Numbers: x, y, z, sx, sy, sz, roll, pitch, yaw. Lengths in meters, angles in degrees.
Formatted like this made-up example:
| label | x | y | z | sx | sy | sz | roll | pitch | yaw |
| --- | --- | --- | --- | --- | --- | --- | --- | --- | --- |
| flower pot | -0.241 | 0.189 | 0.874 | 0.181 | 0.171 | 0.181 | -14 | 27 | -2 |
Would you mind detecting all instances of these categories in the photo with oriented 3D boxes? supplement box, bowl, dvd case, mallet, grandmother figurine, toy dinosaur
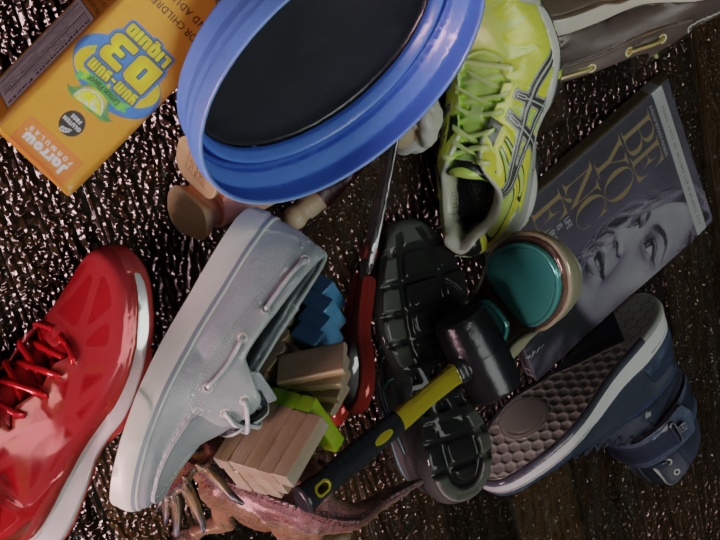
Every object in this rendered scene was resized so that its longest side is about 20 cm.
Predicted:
| label | x | y | z | sx | sy | sz | roll | pitch | yaw |
| --- | --- | --- | --- | --- | --- | --- | --- | --- | --- |
| supplement box | -0.122 | -0.138 | 1.143 | 0.200 | 0.069 | 0.067 | -45 | 118 | 5 |
| bowl | -0.018 | -0.124 | 1.161 | 0.200 | 0.039 | 0.201 | -31 | 153 | -18 |
| dvd case | 0.178 | -0.031 | 1.518 | 0.200 | 0.016 | 0.149 | -41 | 131 | -18 |
| mallet | 0.025 | 0.086 | 1.322 | 0.199 | 0.041 | 0.066 | -29 | 102 | -37 |
| grandmother figurine | -0.027 | -0.083 | 1.294 | 0.199 | 0.061 | 0.122 | -20 | 151 | -35 |
| toy dinosaur | -0.061 | 0.144 | 1.314 | 0.136 | 0.199 | 0.086 | 90 | 11 | -76 |

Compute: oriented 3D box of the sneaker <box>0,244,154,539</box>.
| label | x | y | z | sx | sy | sz | roll | pitch | yaw |
| --- | --- | --- | --- | --- | --- | --- | --- | --- | --- |
| sneaker | -0.202 | 0.075 | 1.208 | 0.115 | 0.078 | 0.201 | 8 | 104 | -44 |

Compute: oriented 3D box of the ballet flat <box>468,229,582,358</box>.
| label | x | y | z | sx | sy | sz | roll | pitch | yaw |
| --- | --- | --- | --- | --- | --- | --- | --- | --- | --- |
| ballet flat | 0.114 | 0.014 | 1.397 | 0.069 | 0.070 | 0.200 | -27 | 170 | -27 |

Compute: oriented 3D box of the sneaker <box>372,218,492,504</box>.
| label | x | y | z | sx | sy | sz | roll | pitch | yaw |
| --- | --- | --- | --- | --- | --- | --- | --- | --- | --- |
| sneaker | 0.034 | 0.064 | 1.410 | 0.075 | 0.079 | 0.201 | -14 | 100 | -29 |

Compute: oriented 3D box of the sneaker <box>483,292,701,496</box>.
| label | x | y | z | sx | sy | sz | roll | pitch | yaw |
| --- | --- | --- | --- | --- | --- | --- | --- | --- | --- |
| sneaker | 0.182 | 0.135 | 1.564 | 0.202 | 0.077 | 0.147 | -41 | 129 | -19 |

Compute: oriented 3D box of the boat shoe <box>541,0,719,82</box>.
| label | x | y | z | sx | sy | sz | roll | pitch | yaw |
| --- | --- | --- | --- | --- | --- | --- | --- | --- | --- |
| boat shoe | 0.188 | -0.178 | 1.417 | 0.199 | 0.072 | 0.060 | -19 | 129 | -28 |

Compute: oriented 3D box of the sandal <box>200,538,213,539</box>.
| label | x | y | z | sx | sy | sz | roll | pitch | yaw |
| --- | --- | --- | --- | --- | --- | --- | --- | --- | --- |
| sandal | -0.162 | 0.242 | 1.347 | 0.199 | 0.045 | 0.076 | -26 | 127 | -28 |

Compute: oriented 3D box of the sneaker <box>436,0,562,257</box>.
| label | x | y | z | sx | sy | sz | roll | pitch | yaw |
| --- | --- | --- | --- | --- | --- | --- | --- | --- | --- |
| sneaker | 0.089 | -0.100 | 1.352 | 0.076 | 0.075 | 0.201 | -49 | 142 | -57 |

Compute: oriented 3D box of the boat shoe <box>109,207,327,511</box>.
| label | x | y | z | sx | sy | sz | roll | pitch | yaw |
| --- | --- | --- | --- | --- | --- | --- | --- | --- | --- |
| boat shoe | -0.083 | 0.061 | 1.223 | 0.202 | 0.071 | 0.070 | -63 | 169 | -9 |

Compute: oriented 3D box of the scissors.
| label | x | y | z | sx | sy | sz | roll | pitch | yaw |
| --- | --- | --- | --- | --- | --- | --- | --- | --- | --- |
| scissors | 0.000 | 0.000 | 1.301 | 0.014 | 0.073 | 0.202 | 8 | 84 | -18 |

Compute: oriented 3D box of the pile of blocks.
| label | x | y | z | sx | sy | sz | roll | pitch | yaw |
| --- | --- | --- | --- | --- | --- | --- | --- | --- | --- |
| pile of blocks | -0.034 | 0.064 | 1.291 | 0.062 | 0.082 | 0.201 | 57 | 30 | -45 |
